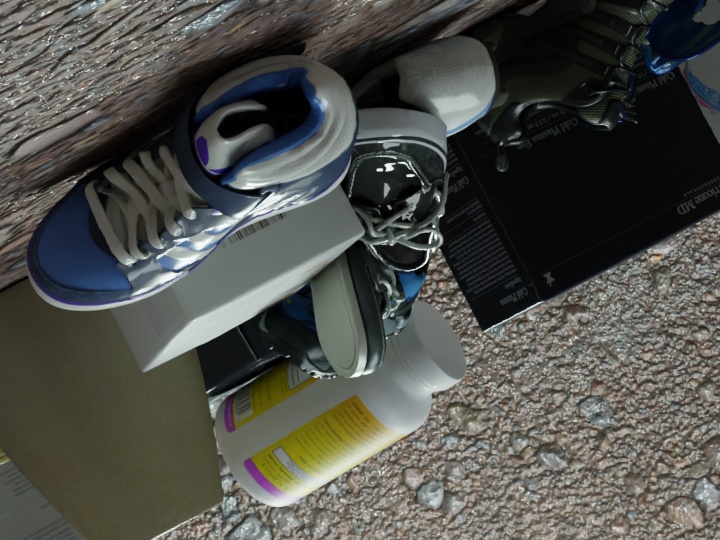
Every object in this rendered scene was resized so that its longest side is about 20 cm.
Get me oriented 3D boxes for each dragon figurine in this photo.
[{"bbox_3d":[0.221,-0.174,1.470,0.200,0.100,0.059,-27,177,-14],"label":"dragon figurine"}]

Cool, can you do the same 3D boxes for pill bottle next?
[{"bbox_3d":[-0.014,0.104,1.701,0.200,0.104,0.104,-32,175,23],"label":"pill bottle"}]

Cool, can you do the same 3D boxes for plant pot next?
[{"bbox_3d":[-0.185,0.101,1.521,0.187,0.200,0.187,-28,176,-2],"label":"plant pot"}]

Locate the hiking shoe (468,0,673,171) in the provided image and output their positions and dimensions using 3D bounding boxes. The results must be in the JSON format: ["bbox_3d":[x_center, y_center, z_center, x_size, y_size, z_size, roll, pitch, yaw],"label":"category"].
[{"bbox_3d":[0.159,-0.146,1.389,0.200,0.101,0.076,-29,177,12],"label":"hiking shoe"}]

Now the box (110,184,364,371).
[{"bbox_3d":[-0.094,-0.018,1.338,0.124,0.098,0.200,-27,176,-18],"label":"box"}]

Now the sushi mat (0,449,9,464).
[{"bbox_3d":[-0.309,0.112,1.576,0.200,0.096,0.012,-24,166,-44],"label":"sushi mat"}]

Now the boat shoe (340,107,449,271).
[{"bbox_3d":[0.019,-0.046,1.305,0.073,0.068,0.199,-1,165,1],"label":"boat shoe"}]

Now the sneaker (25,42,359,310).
[{"bbox_3d":[-0.095,-0.052,1.103,0.200,0.081,0.146,-24,168,-3],"label":"sneaker"}]

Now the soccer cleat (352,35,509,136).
[{"bbox_3d":[0.018,-0.101,1.362,0.086,0.070,0.200,-8,166,-26],"label":"soccer cleat"}]

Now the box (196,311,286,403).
[{"bbox_3d":[-0.113,0.034,1.765,0.197,0.124,0.200,-33,174,40],"label":"box"}]

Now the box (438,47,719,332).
[{"bbox_3d":[0.144,-0.083,1.527,0.200,0.182,0.104,-25,175,-25],"label":"box"}]

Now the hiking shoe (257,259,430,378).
[{"bbox_3d":[-0.010,0.013,1.495,0.087,0.074,0.200,-63,168,22],"label":"hiking shoe"}]

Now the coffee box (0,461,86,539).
[{"bbox_3d":[-0.304,0.198,2.002,0.200,0.200,0.198,-27,177,-7],"label":"coffee box"}]

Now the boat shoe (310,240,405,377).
[{"bbox_3d":[0.000,0.000,1.402,0.062,0.073,0.200,3,-147,-14],"label":"boat shoe"}]

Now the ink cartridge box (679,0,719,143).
[{"bbox_3d":[0.283,-0.160,1.729,0.200,0.145,0.145,-31,173,16],"label":"ink cartridge box"}]
